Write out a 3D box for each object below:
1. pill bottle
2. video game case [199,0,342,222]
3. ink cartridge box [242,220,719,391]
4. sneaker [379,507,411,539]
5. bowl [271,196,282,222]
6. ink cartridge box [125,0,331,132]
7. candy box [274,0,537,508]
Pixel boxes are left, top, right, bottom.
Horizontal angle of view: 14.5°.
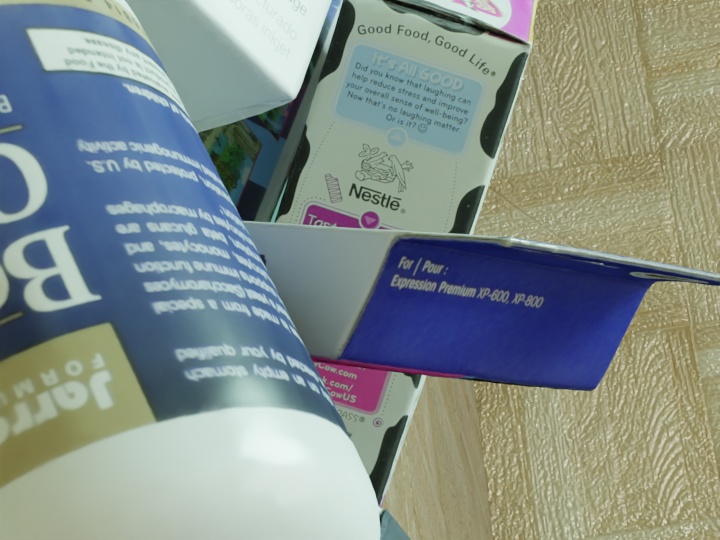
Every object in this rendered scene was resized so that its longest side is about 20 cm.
[{"bbox_3d":[-0.063,0.037,0.600,0.200,0.111,0.111,62,-4,29],"label":"pill bottle"},{"bbox_3d":[-0.078,-0.101,0.885,0.182,0.023,0.200,53,29,-22],"label":"video game case"},{"bbox_3d":[-0.011,0.006,0.698,0.095,0.200,0.037,9,85,-46],"label":"ink cartridge box"},{"bbox_3d":[-0.002,0.111,0.822,0.078,0.200,0.079,-69,-177,-79],"label":"sneaker"},{"bbox_3d":[-0.051,-0.038,1.152,0.201,0.105,0.201,-9,90,-84],"label":"bowl"},{"bbox_3d":[-0.062,-0.159,0.795,0.146,0.086,0.200,44,52,-35],"label":"ink cartridge box"},{"bbox_3d":[0.000,0.000,0.907,0.136,0.061,0.200,-71,179,-75],"label":"candy box"}]
